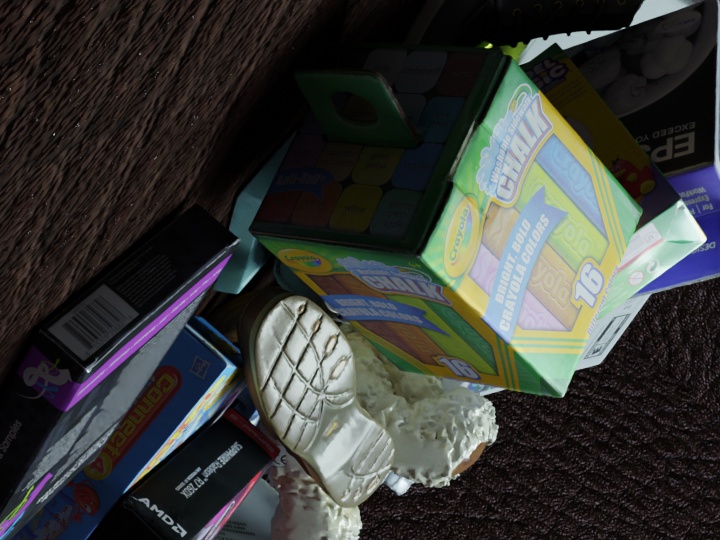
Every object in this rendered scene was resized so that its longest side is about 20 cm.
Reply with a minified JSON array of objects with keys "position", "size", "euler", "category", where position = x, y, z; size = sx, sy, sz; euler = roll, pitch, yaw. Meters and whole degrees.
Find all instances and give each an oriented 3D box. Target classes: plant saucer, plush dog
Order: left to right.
[{"position":[-0.057,-0.035,1.274],"size":[0.070,0.019,0.200],"euler":[-50,175,-18],"category":"plant saucer"},{"position":[-0.005,0.090,1.492],"size":[0.200,0.161,0.172],"euler":[-38,-171,25],"category":"plush dog"}]

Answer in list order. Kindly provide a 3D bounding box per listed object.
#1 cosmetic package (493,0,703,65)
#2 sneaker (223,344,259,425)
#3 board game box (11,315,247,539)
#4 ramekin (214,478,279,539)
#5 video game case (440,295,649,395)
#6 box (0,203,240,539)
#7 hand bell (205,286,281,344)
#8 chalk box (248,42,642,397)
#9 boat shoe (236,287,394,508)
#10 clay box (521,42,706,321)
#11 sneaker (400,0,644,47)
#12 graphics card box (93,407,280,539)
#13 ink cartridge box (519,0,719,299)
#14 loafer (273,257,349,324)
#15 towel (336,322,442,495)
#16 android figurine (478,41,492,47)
[{"position":[0.203,-0.154,1.476],"size":[0.165,0.199,0.166],"euler":[-52,-164,31],"category":"cosmetic package"},{"position":[-0.114,0.098,1.489],"size":[0.083,0.074,0.200],"euler":[-59,177,27],"category":"sneaker"},{"position":[-0.155,0.119,1.296],"size":[0.200,0.056,0.196],"euler":[-51,176,0],"category":"board game box"},{"position":[-0.129,0.213,1.522],"size":[0.095,0.201,0.202],"euler":[-64,170,25],"category":"ramekin"},{"position":[0.167,0.015,1.580],"size":[0.181,0.023,0.201],"euler":[-12,144,-42],"category":"video game case"},{"position":[-0.149,0.068,1.059],"size":[0.143,0.036,0.200],"euler":[-44,171,-51],"category":"box"},{"position":[-0.021,0.011,1.399],"size":[0.199,0.105,0.104],"euler":[-21,-175,18],"category":"hand bell"},{"position":[0.036,-0.038,1.089],"size":[0.124,0.200,0.125],"euler":[8,-114,44],"category":"chalk box"},{"position":[-0.041,0.078,1.324],"size":[0.072,0.067,0.201],"euler":[-45,141,-16],"category":"boat shoe"},{"position":[0.109,-0.054,1.232],"size":[0.115,0.200,0.048],"euler":[-36,133,5],"category":"clay box"},{"position":[0.108,-0.164,1.291],"size":[0.200,0.106,0.075],"euler":[-50,176,-13],"category":"sneaker"},{"position":[-0.129,0.171,1.299],"size":[0.126,0.051,0.200],"euler":[-52,175,18],"category":"graphics card box"},{"position":[0.138,-0.062,1.287],"size":[0.197,0.043,0.201],"euler":[-17,-135,27],"category":"ink cartridge box"},{"position":[0.000,0.000,1.281],"size":[0.199,0.069,0.071],"euler":[7,-97,55],"category":"loafer"},{"position":[0.003,0.062,1.667],"size":[0.166,0.200,0.085],"euler":[-55,143,-1],"category":"towel"},{"position":[0.026,-0.102,1.421],"size":[0.182,0.041,0.200],"euler":[-50,174,-9],"category":"android figurine"}]
